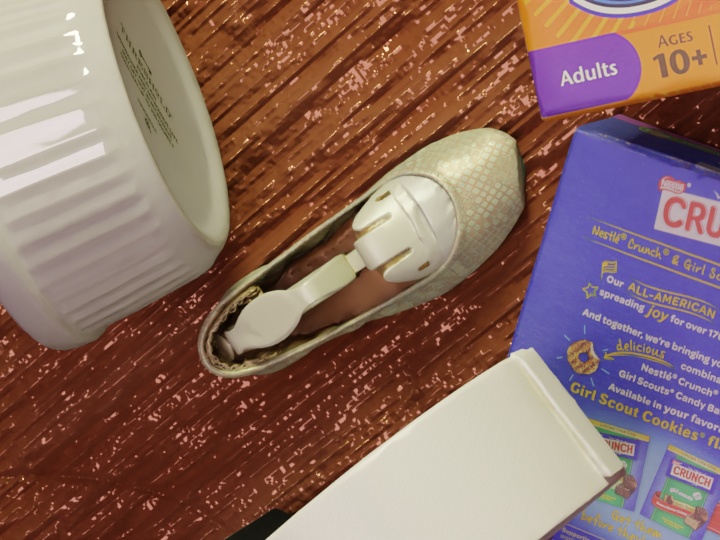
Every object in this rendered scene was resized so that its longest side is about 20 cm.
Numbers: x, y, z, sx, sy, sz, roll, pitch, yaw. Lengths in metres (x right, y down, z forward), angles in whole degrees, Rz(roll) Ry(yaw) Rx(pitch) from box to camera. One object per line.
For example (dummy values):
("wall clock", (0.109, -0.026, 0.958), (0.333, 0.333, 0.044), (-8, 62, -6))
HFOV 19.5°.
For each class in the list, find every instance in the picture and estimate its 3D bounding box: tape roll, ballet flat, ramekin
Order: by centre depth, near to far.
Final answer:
("tape roll", (0.020, 0.122, 0.919), (0.202, 0.202, 0.071), (-43, 79, 22))
("ramekin", (-0.136, -0.069, 1.026), (0.093, 0.202, 0.204), (-19, 93, 10))
("ballet flat", (0.000, 0.000, 1.054), (0.199, 0.062, 0.068), (-36, 87, 22))

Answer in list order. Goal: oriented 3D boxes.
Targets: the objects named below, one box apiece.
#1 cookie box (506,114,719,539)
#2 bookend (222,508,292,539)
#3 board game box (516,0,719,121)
("cookie box", (0.161, 0.048, 0.995), (0.170, 0.075, 0.202), (21, 107, 17))
("bookend", (-0.082, 0.206, 1.107), (0.198, 0.092, 0.201), (22, 105, 17))
("board game box", (0.173, -0.188, 0.880), (0.198, 0.200, 0.202), (-11, 96, 22))
